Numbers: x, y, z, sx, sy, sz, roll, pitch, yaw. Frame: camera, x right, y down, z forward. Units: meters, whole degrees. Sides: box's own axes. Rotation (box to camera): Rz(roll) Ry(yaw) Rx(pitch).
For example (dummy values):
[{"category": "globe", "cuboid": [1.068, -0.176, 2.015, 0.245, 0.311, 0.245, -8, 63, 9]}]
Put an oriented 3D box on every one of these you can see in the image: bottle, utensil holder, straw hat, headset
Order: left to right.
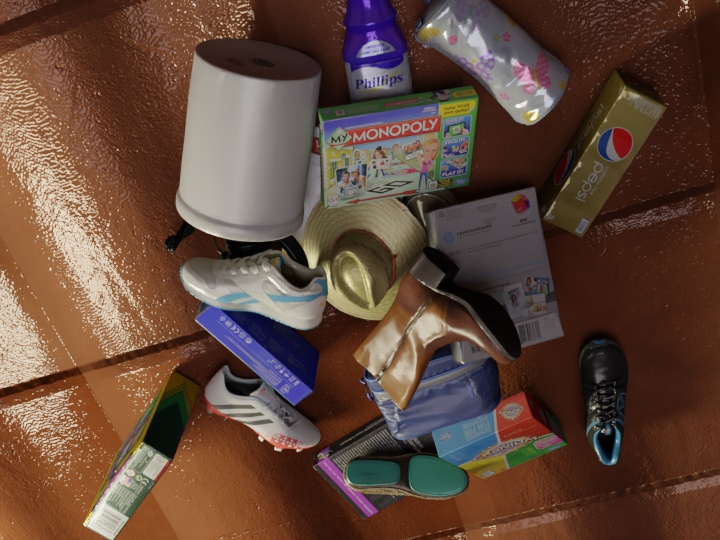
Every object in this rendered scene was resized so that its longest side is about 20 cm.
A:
[{"category": "headset", "cuboid": [-0.167, -0.018, 1.232, 0.197, 0.094, 0.125, 25, 131, 14]}, {"category": "utensil holder", "cuboid": [-0.137, -0.165, 1.114, 0.166, 0.171, 0.203, 11, 117, -3]}, {"category": "straw hat", "cuboid": [0.000, 0.000, 1.186, 0.197, 0.085, 0.205, 5, 119, 10]}, {"category": "bottle", "cuboid": [0.019, -0.262, 1.107, 0.082, 0.066, 0.204, -9, 119, 0]}]

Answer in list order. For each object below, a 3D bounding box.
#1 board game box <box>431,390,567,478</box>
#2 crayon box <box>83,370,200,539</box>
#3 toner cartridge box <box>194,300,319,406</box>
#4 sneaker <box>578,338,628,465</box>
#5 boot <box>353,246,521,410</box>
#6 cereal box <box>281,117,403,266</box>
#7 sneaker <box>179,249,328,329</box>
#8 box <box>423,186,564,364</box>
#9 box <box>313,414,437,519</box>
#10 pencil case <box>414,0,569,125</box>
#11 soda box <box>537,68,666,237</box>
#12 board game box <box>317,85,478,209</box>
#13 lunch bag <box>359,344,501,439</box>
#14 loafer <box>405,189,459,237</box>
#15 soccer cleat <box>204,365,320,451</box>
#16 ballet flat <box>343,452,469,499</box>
[{"category": "board game box", "cuboid": [0.212, 0.251, 1.343, 0.151, 0.041, 0.200, -27, 149, 17]}, {"category": "crayon box", "cuboid": [-0.331, 0.281, 1.371, 0.058, 0.173, 0.201, 32, 117, -12]}, {"category": "toner cartridge box", "cuboid": [-0.146, 0.097, 1.303, 0.043, 0.096, 0.200, -38, 111, 22]}, {"category": "sneaker", "cuboid": [0.370, 0.196, 1.339, 0.072, 0.082, 0.203, -8, 118, 9]}, {"category": "boot", "cuboid": [0.091, 0.105, 1.139, 0.188, 0.068, 0.202, 41, 119, 19]}, {"category": "cereal box", "cuboid": [-0.019, -0.092, 1.219, 0.141, 0.040, 0.203, 15, 120, -3]}, {"category": "sneaker", "cuboid": [-0.138, 0.010, 1.175, 0.196, 0.077, 0.082, 13, 121, -4]}, {"category": "box", "cuboid": [0.177, 0.005, 1.188, 0.153, 0.041, 0.204, -14, 94, -16]}, {"category": "box", "cuboid": [0.042, 0.307, 1.446, 0.198, 0.036, 0.143, -32, 114, 20]}, {"category": "pencil case", "cuboid": [0.160, -0.264, 1.088, 0.198, 0.083, 0.091, 34, 101, -16]}, {"category": "soda box", "cuboid": [0.306, -0.150, 1.155, 0.063, 0.068, 0.202, 23, 118, -10]}, {"category": "board game box", "cuboid": [0.046, -0.152, 1.119, 0.196, 0.029, 0.136, -11, 136, -11]}, {"category": "lunch bag", "cuboid": [0.093, 0.138, 1.288, 0.196, 0.136, 0.134, -20, 114, 11]}, {"category": "loafer", "cuboid": [0.116, -0.030, 1.229, 0.074, 0.069, 0.202, -18, 118, 18]}, {"category": "soccer cleat", "cuboid": [-0.146, 0.214, 1.386, 0.197, 0.069, 0.086, 26, 122, -6]}, {"category": "ballet flat", "cuboid": [0.072, 0.320, 1.401, 0.195, 0.072, 0.065, 5, 162, 7]}]
